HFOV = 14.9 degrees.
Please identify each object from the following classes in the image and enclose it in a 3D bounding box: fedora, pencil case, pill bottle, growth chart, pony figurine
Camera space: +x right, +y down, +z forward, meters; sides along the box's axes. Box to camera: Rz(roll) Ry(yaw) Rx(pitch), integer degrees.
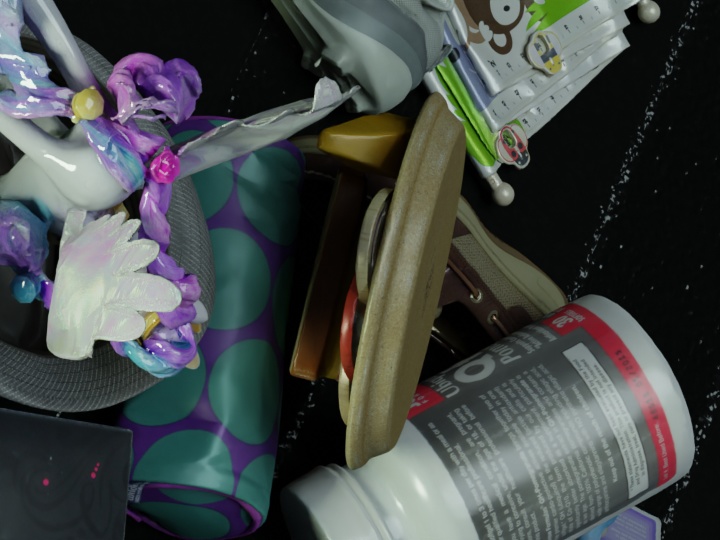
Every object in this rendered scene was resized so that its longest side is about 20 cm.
[{"bbox_3d":[-0.170,-0.021,1.304,0.177,0.090,0.200,-37,98,-37],"label":"fedora"},{"bbox_3d":[-0.081,0.028,1.366,0.085,0.092,0.200,46,48,-65],"label":"pencil case"},{"bbox_3d":[0.064,0.103,1.423,0.200,0.111,0.111,-28,99,-17],"label":"pill bottle"},{"bbox_3d":[0.092,-0.151,1.569,0.145,0.018,0.200,53,55,-16],"label":"growth chart"},{"bbox_3d":[-0.112,-0.044,1.183,0.167,0.193,0.200,-44,97,-24],"label":"pony figurine"}]

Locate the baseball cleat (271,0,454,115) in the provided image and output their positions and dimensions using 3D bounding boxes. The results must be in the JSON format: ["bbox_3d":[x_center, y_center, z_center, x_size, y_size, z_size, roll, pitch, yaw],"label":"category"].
[{"bbox_3d":[-0.020,-0.182,1.457,0.106,0.070,0.200,-43,118,-22],"label":"baseball cleat"}]

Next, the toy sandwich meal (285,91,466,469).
[{"bbox_3d":[0.000,0.000,1.329,0.070,0.205,0.206,13,70,6],"label":"toy sandwich meal"}]

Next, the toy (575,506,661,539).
[{"bbox_3d":[0.125,0.176,1.462,0.115,0.047,0.200,29,37,-20],"label":"toy"}]

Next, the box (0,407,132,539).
[{"bbox_3d":[-0.186,0.165,1.249,0.122,0.106,0.200,11,75,-35],"label":"box"}]

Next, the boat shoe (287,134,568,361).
[{"bbox_3d":[0.028,0.001,1.463,0.200,0.072,0.072,38,60,-32],"label":"boat shoe"}]
